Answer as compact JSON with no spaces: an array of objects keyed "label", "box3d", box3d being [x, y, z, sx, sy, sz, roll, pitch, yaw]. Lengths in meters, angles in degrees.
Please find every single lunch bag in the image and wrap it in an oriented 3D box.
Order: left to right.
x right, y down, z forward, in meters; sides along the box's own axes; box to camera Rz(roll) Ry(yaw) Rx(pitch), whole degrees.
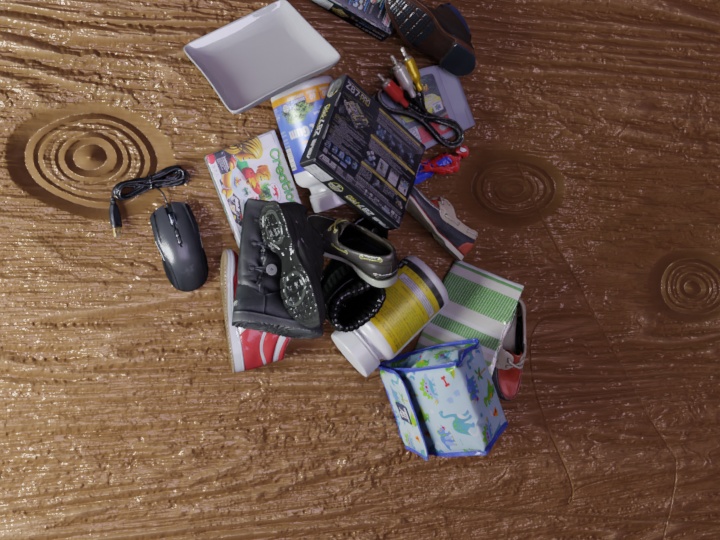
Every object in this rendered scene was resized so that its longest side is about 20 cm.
[{"label":"lunch bag","box3d":[0.131,0.228,1.220,0.126,0.197,0.174,-28,101,-49]}]

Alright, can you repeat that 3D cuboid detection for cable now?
[{"label":"cable","box3d":[0.101,-0.279,1.209,0.097,0.050,0.200,-46,104,-10]}]

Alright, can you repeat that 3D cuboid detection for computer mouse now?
[{"label":"computer mouse","box3d":[-0.322,-0.058,1.115,0.137,0.046,0.206,-13,97,-19]}]

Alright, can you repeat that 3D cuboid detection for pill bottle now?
[{"label":"pill bottle","box3d":[-0.069,-0.206,1.159,0.110,0.112,0.205,-20,99,-16]},{"label":"pill bottle","box3d":[0.050,0.080,1.215,0.199,0.114,0.115,-43,105,-12]}]

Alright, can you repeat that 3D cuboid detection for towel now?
[{"label":"towel","box3d":[0.198,0.097,1.276,0.149,0.023,0.205,22,87,19]}]

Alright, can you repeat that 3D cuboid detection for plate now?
[{"label":"plate","box3d":[-0.157,-0.337,1.111,0.197,0.033,0.201,-31,57,-14]}]

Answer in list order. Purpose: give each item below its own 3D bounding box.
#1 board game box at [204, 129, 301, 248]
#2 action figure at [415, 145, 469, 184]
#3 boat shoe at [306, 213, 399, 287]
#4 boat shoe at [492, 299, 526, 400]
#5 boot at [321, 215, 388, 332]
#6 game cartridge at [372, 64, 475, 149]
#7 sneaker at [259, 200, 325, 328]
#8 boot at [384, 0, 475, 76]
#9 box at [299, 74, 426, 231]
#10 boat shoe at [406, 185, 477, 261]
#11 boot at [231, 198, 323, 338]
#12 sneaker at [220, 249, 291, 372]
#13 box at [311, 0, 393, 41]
[{"label":"board game box","box3d":[-0.167,-0.116,1.171,0.124,0.034,0.205,-24,100,-17]},{"label":"action figure","box3d":[0.111,-0.178,1.248,0.196,0.065,0.053,-24,117,-15]},{"label":"boat shoe","box3d":[-0.018,-0.049,1.118,0.071,0.199,0.062,-36,144,-35]},{"label":"boat shoe","box3d":[0.282,0.148,1.318,0.069,0.062,0.207,-1,95,-20]},{"label":"boot","box3d":[0.001,0.002,1.169,0.079,0.157,0.214,35,82,-20]},{"label":"game cartridge","box3d":[0.103,-0.286,1.255,0.197,0.041,0.136,-28,97,-15]},{"label":"sneaker","box3d":[-0.085,-0.014,1.080,0.090,0.075,0.206,-15,90,-49]},{"label":"boot","box3d":[0.124,-0.433,1.227,0.198,0.074,0.099,35,43,-23]},{"label":"box","box3d":[0.009,-0.185,1.121,0.198,0.048,0.165,34,67,-34]},{"label":"boat shoe","box3d":[0.141,-0.095,1.241,0.063,0.071,0.199,-49,127,0]},{"label":"boot","box3d":[-0.125,-0.003,1.130,0.162,0.065,0.206,15,67,-33]},{"label":"sneaker","box3d":[-0.172,0.061,1.160,0.109,0.071,0.206,-7,103,-14]},{"label":"box","box3d":[0.014,-0.530,1.204,0.156,0.046,0.205,22,86,-19]}]
